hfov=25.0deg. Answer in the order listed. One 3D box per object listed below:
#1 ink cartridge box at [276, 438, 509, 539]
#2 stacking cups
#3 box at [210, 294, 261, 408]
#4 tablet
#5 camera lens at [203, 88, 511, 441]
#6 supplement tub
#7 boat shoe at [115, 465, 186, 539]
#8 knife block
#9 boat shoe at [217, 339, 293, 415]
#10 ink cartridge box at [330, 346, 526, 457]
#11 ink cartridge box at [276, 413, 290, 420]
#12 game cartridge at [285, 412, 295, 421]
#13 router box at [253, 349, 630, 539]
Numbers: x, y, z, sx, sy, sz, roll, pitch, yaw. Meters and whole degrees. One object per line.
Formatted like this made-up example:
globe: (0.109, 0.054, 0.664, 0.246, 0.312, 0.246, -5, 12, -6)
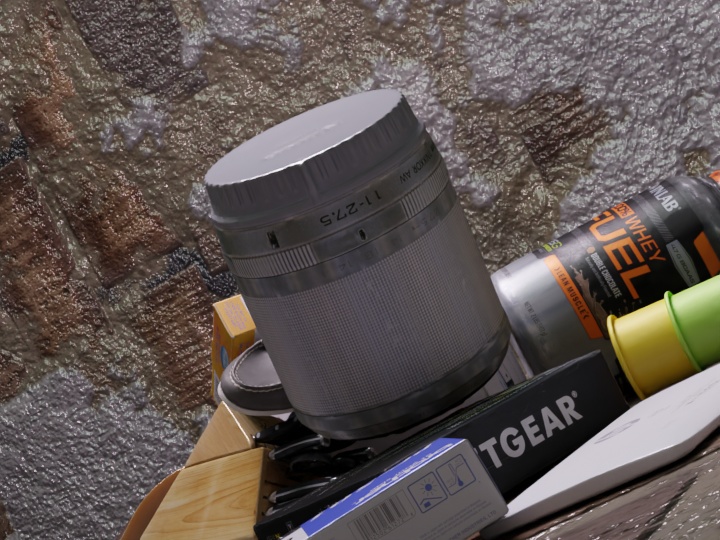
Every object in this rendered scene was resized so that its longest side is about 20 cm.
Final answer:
ink cartridge box: (-0.026, 0.153, 0.810, 0.199, 0.044, 0.094, -31, -2, -7)
stacking cups: (0.255, 0.017, 0.999, 0.199, 0.061, 0.060, -24, -2, 15)
box: (-0.021, 0.044, 1.285, 0.199, 0.042, 0.119, -18, -35, -19)
tablet: (0.153, 0.082, 0.846, 0.130, 0.014, 0.200, -31, -5, 36)
camera lens: (0.000, 0.000, 1.085, 0.159, 0.201, 0.160, -22, 16, 7)
supplement tub: (0.201, 0.013, 1.160, 0.199, 0.123, 0.123, -29, -3, 0)
boat shoe: (-0.176, 0.240, 1.353, 0.200, 0.070, 0.070, -45, -10, -27)
knife block: (-0.072, 0.188, 1.206, 0.064, 0.176, 0.201, 22, -73, -35)
boat shoe: (-0.021, 0.054, 1.208, 0.199, 0.067, 0.057, -13, -49, -39)
ink cartridge box: (0.058, 0.123, 1.351, 0.146, 0.086, 0.200, -29, -1, 12)
ink cartridge box: (-0.034, 0.171, 1.584, 0.199, 0.116, 0.067, -27, -3, -17)
game cartridge: (-0.060, 0.163, 1.392, 0.130, 0.038, 0.201, -49, -10, -45)
router box: (0.051, 0.123, 1.004, 0.199, 0.051, 0.149, -24, -4, -39)
